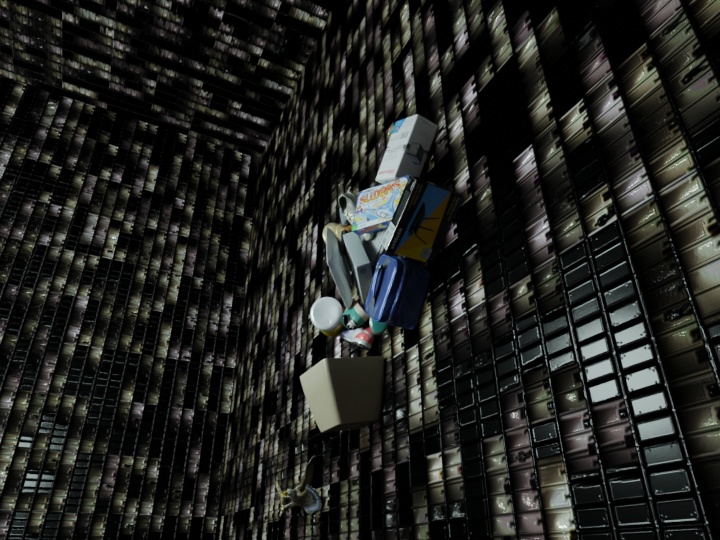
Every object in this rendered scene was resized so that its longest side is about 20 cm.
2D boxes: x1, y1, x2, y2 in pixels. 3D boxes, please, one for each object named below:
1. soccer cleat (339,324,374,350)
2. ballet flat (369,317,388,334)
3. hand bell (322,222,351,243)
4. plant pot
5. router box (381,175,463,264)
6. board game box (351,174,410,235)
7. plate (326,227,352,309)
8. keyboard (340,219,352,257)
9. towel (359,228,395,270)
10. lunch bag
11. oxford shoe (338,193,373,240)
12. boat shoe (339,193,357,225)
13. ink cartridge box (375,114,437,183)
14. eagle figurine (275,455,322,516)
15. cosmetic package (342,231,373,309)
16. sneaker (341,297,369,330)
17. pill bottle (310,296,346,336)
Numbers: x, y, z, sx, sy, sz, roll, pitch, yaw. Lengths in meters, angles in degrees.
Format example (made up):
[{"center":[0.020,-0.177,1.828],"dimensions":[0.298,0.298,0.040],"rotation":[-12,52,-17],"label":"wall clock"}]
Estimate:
[{"center":[-0.007,0.208,1.684],"dimensions":[0.074,0.068,0.200],"rotation":[-60,19,-12],"label":"soccer cleat"},{"center":[0.068,0.098,1.575],"dimensions":[0.067,0.067,0.202],"rotation":[119,165,-77],"label":"ballet flat"},{"center":[-0.050,-0.152,1.905],"dimensions":[0.199,0.103,0.105],"rotation":[-23,57,58],"label":"hand bell"},{"center":[-0.045,0.369,1.528],"dimensions":[0.200,0.198,0.179],"rotation":[-42,52,52],"label":"plant pot"},{"center":[0.160,-0.131,1.362],"dimensions":[0.202,0.148,0.051],"rotation":[-68,24,20],"label":"router box"},{"center":[0.066,-0.186,1.504],"dimensions":[0.199,0.034,0.137],"rotation":[-13,59,42],"label":"board game box"},{"center":[-0.063,-0.011,1.655],"dimensions":[0.200,0.032,0.201],"rotation":[-98,-10,-54],"label":"plate"},{"center":[-0.035,-0.106,1.734],"dimensions":[0.200,0.020,0.129],"rotation":[27,-110,-77],"label":"keyboard"},{"center":[0.067,-0.120,1.619],"dimensions":[0.166,0.085,0.201],"rotation":[64,146,37],"label":"towel"},{"center":[0.095,0.050,1.434],"dimensions":[0.136,0.131,0.202],"rotation":[28,104,66],"label":"lunch bag"},{"center":[-0.017,-0.167,1.622],"dimensions":[0.201,0.057,0.076],"rotation":[61,141,35],"label":"oxford shoe"},{"center":[-0.041,-0.230,1.978],"dimensions":[0.200,0.067,0.074],"rotation":[95,163,-60],"label":"boat shoe"},{"center":[0.137,-0.358,1.593],"dimensions":[0.146,0.085,0.202],"rotation":[16,87,67],"label":"ink cartridge box"},{"center":[-0.200,0.754,1.776],"dimensions":[0.199,0.151,0.152],"rotation":[-37,81,14],"label":"eagle figurine"},{"center":[0.000,0.000,1.635],"dimensions":[0.201,0.051,0.151],"rotation":[79,169,-47],"label":"cosmetic package"},{"center":[-0.028,0.142,1.677],"dimensions":[0.080,0.072,0.200],"rotation":[-41,7,-3],"label":"sneaker"},{"center":[-0.099,0.163,1.765],"dimensions":[0.200,0.108,0.111],"rotation":[66,-150,-72],"label":"pill bottle"}]
